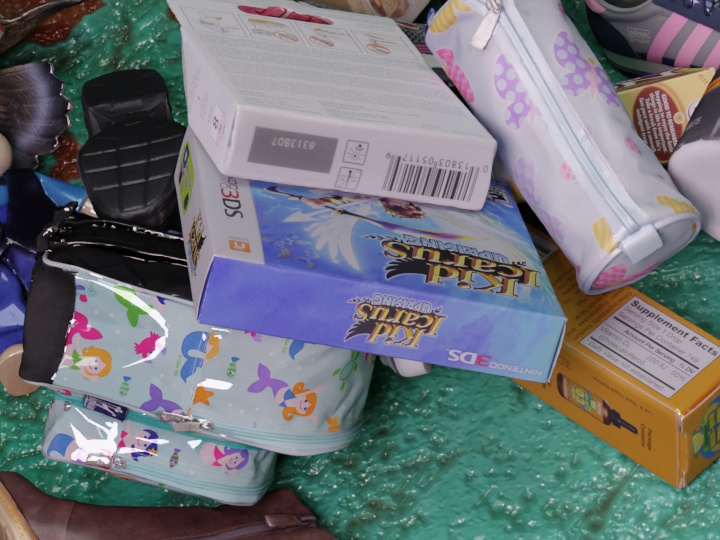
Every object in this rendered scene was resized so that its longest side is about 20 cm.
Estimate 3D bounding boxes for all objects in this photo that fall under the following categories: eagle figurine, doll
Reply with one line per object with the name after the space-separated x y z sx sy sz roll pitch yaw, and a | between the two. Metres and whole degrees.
-0.295 -0.140 1.815 0.199 0.151 0.152 14 89 -15 | eagle figurine
-0.218 -0.015 1.706 0.136 0.049 0.200 -20 52 -9 | doll

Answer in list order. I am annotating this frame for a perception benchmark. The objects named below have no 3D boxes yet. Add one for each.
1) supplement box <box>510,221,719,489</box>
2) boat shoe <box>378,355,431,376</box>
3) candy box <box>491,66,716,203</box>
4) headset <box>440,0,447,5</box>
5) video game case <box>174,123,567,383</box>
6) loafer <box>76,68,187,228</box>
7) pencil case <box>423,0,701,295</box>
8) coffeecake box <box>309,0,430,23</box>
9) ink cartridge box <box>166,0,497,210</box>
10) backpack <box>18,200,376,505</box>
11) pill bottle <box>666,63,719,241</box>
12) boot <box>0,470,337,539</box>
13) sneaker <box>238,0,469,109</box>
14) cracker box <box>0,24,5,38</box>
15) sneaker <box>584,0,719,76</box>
0.135 0.044 1.575 0.069 0.067 0.200 -35 51 -25 | supplement box
0.000 0.000 1.649 0.065 0.074 0.200 -16 36 2 | boat shoe
0.122 -0.078 1.659 0.199 0.057 0.117 -16 4 -2 | candy box
0.095 -0.216 1.757 0.124 0.094 0.200 -52 11 9 | headset
0.001 -0.013 1.489 0.199 0.046 0.181 10 25 -13 | video game case
-0.139 -0.060 1.686 0.073 0.072 0.200 -8 26 0 | loafer
0.118 -0.084 1.549 0.083 0.091 0.200 -26 73 -14 | pencil case
-0.009 -0.236 1.845 0.153 0.073 0.200 10 49 37 | coffeecake box
-0.027 -0.103 1.562 0.162 0.057 0.200 6 19 -22 | ink cartridge box
-0.089 0.050 1.529 0.199 0.151 0.178 7 8 0 | backpack
0.268 -0.112 1.580 0.106 0.106 0.200 17 58 25 | pill bottle
-0.117 0.160 1.532 0.166 0.073 0.200 -19 40 -27 | boot
0.002 -0.132 1.717 0.200 0.081 0.075 19 38 -29 | sneaker
-0.337 -0.102 1.720 0.134 0.058 0.200 28 88 4 | cracker box
0.222 -0.166 1.712 0.200 0.082 0.070 8 50 42 | sneaker
